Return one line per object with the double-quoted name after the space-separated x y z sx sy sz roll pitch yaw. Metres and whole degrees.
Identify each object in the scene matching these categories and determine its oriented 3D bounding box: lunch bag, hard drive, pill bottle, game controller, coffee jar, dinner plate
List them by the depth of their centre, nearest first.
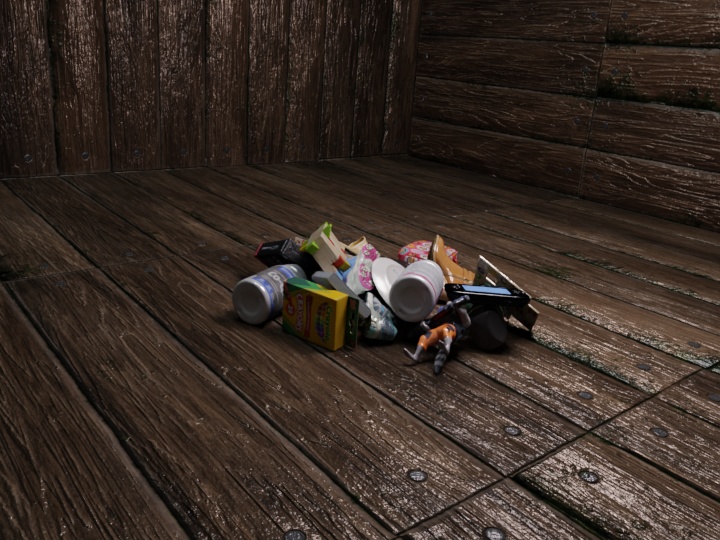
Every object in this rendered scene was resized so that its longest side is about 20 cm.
0.296 0.053 1.559 0.196 0.043 0.105 5 19 -1 "game controller"
-0.050 0.056 1.612 0.027 0.132 0.200 -46 12 -9 "hard drive"
0.144 0.043 1.619 0.111 0.116 0.200 9 17 14 "pill bottle"
0.308 0.113 1.623 0.084 0.105 0.200 -29 12 15 "coffee jar"
-0.223 0.052 1.668 0.112 0.116 0.199 13 21 24 "pill bottle"
0.109 0.043 1.720 0.199 0.024 0.202 33 32 -24 "dinner plate"
0.223 -0.031 2.068 0.173 0.084 0.199 15 21 27 "lunch bag"

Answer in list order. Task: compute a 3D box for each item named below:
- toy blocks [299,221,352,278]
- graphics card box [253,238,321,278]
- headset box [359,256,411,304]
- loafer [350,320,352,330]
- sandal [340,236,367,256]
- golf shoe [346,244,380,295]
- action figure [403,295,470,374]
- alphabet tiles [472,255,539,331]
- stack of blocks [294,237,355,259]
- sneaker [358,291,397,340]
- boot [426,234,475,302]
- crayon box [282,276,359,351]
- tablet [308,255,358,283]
-0.078 -0.040 1.743 0.099 0.138 0.200 -35 12 10 "toy blocks"
-0.202 -0.029 1.826 0.125 0.051 0.199 38 -19 -25 "graphics card box"
0.077 0.030 1.863 0.147 0.079 0.199 15 20 28 "headset box"
-0.085 0.106 1.656 0.072 0.064 0.199 -38 31 -17 "loafer"
-0.009 -0.075 2.025 0.209 0.071 0.077 24 -6 -28 "sandal"
0.000 0.000 1.741 0.075 0.091 0.201 46 29 -13 "golf shoe"
0.180 0.152 1.506 0.193 0.105 0.200 -35 -4 -45 "action figure"
0.369 0.068 1.687 0.008 0.168 0.200 -39 66 -20 "alphabet tiles"
-0.102 -0.038 1.939 0.114 0.060 0.199 18 0 30 "stack of blocks"
0.043 0.122 1.623 0.085 0.079 0.201 19 18 -12 "sneaker"
0.269 -0.001 1.874 0.152 0.077 0.203 8 57 -9 "boot"
-0.095 0.102 1.528 0.197 0.130 0.050 16 22 34 "crayon box"
-0.040 0.024 1.790 0.197 0.014 0.131 -24 44 -10 "tablet"
